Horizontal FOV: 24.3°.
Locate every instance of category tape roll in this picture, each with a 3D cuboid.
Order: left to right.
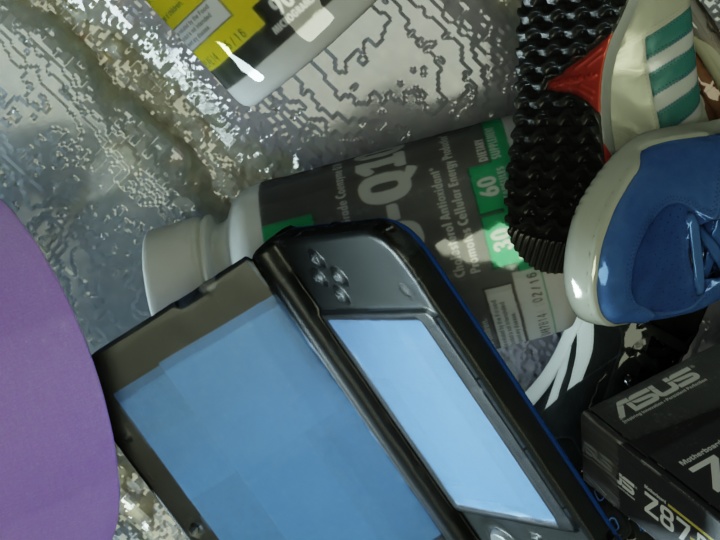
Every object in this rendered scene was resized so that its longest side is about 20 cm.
[{"bbox_3d":[-0.195,0.060,0.817,0.066,0.200,0.200,-21,105,-30],"label":"tape roll"}]

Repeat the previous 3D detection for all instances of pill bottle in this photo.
[{"bbox_3d":[-0.079,-0.187,0.795,0.114,0.114,0.200,-41,100,11],"label":"pill bottle"},{"bbox_3d":[0.000,0.000,0.840,0.200,0.113,0.113,-16,103,5],"label":"pill bottle"}]

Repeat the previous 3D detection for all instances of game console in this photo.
[{"bbox_3d":[-0.006,0.090,0.750,0.118,0.171,0.200,-41,107,-22],"label":"game console"}]

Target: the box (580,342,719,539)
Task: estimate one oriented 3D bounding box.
[{"bbox_3d":[0.229,0.082,0.770,0.200,0.161,0.049,-22,125,-23],"label":"box"}]

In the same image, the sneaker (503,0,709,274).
[{"bbox_3d":[0.125,-0.089,0.777,0.093,0.070,0.200,15,80,-43],"label":"sneaker"}]

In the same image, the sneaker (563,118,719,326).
[{"bbox_3d":[0.182,-0.022,0.712,0.111,0.200,0.077,17,118,40],"label":"sneaker"}]

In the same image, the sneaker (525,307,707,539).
[{"bbox_3d":[0.139,0.083,0.852,0.073,0.112,0.200,19,115,-42],"label":"sneaker"}]

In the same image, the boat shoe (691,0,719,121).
[{"bbox_3d":[0.144,-0.109,0.835,0.072,0.076,0.200,-28,95,15],"label":"boat shoe"}]
